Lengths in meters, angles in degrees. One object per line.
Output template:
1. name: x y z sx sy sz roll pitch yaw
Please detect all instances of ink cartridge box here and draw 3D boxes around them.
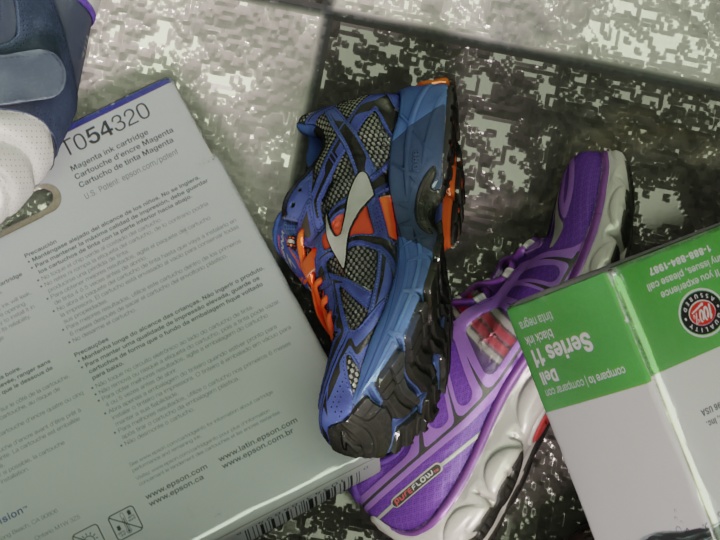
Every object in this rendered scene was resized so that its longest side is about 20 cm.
1. ink cartridge box: -0.122 0.044 0.977 0.196 0.043 0.200 -27 71 -7
2. ink cartridge box: 0.168 0.079 0.916 0.146 0.083 0.200 -19 87 -32

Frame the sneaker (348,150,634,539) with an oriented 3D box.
1. sneaker: 0.059 0.028 0.995 0.083 0.081 0.200 28 80 12

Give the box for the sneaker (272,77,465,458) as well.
1. sneaker: 0.000 0.000 0.959 0.078 0.075 0.200 -1 44 10

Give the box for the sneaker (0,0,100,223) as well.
1. sneaker: -0.217 -0.094 0.948 0.200 0.081 0.147 21 70 -12

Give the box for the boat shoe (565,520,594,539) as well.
1. boat shoe: 0.100 0.158 0.991 0.073 0.065 0.200 44 78 9
